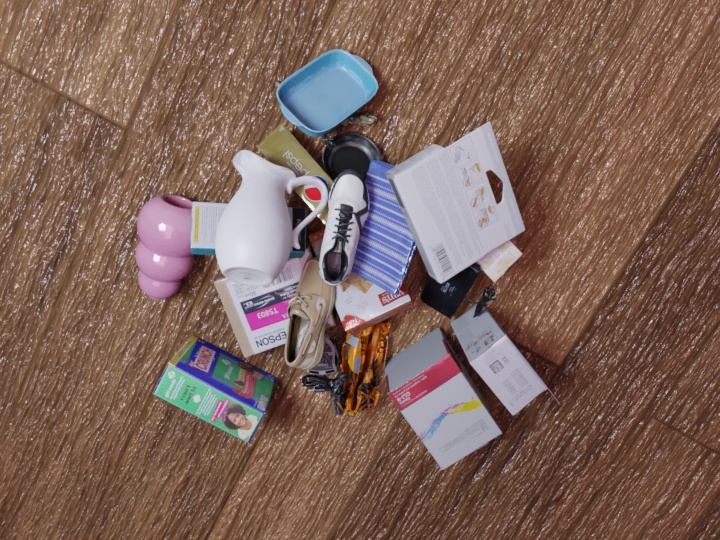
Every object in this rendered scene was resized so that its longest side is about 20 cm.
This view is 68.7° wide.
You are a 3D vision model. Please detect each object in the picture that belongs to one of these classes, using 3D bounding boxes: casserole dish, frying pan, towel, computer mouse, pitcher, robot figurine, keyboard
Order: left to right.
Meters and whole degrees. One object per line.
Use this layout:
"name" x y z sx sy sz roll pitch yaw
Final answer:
"pitcher" -0.143 -0.079 0.862 0.168 0.121 0.203 9 67 -8
"computer mouse" -0.074 0.176 1.044 0.108 0.044 0.202 -1 136 4
"casserole dish" -0.058 -0.307 0.922 0.121 0.039 0.200 44 66 6
"robot figurine" 0.004 0.192 1.039 0.057 0.144 0.204 11 94 34
"frying pan" 0.011 -0.174 0.975 0.190 0.031 0.115 45 71 2
"towel" 0.040 -0.077 0.902 0.144 0.024 0.203 28 106 33
"keyboard" 0.185 0.039 0.981 0.126 0.201 0.021 32 63 10

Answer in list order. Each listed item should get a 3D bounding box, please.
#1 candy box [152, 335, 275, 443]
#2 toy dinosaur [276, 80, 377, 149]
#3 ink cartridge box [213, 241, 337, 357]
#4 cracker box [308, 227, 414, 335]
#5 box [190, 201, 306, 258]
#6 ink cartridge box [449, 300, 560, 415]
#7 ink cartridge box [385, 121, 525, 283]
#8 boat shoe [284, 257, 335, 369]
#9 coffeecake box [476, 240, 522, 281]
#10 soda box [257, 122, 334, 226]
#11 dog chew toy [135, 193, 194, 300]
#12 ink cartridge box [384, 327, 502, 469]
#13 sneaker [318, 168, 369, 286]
"candy box" -0.274 0.223 1.021 0.198 0.169 0.078 28 98 -8
"toy dinosaur" -0.071 -0.278 0.959 0.197 0.048 0.089 18 59 -2
"ink cartridge box" -0.162 0.056 1.032 0.197 0.075 0.167 -20 102 2
"cracker box" 0.000 0.000 0.984 0.132 0.058 0.202 -25 72 5
"box" -0.197 -0.070 0.934 0.196 0.049 0.084 2 78 -15
"ink cartridge box" 0.269 0.174 1.004 0.084 0.200 0.176 -39 100 9
"ink cartridge box" 0.155 -0.108 0.838 0.172 0.044 0.202 -31 116 -7
"boat shoe" -0.093 0.071 0.934 0.070 0.064 0.204 -3 76 31
"coffeecake box" 0.183 -0.089 0.964 0.200 0.154 0.073 44 99 -10
"soda box" -0.096 -0.166 0.957 0.064 0.068 0.200 -42 87 1
"dog chew toy" -0.363 -0.037 0.987 0.123 0.125 0.203 20 111 -6
"ink cartridge box" 0.160 0.252 1.049 0.144 0.145 0.201 -34 102 7
"sneaker" -0.026 -0.067 0.883 0.072 0.080 0.204 8 101 -3
